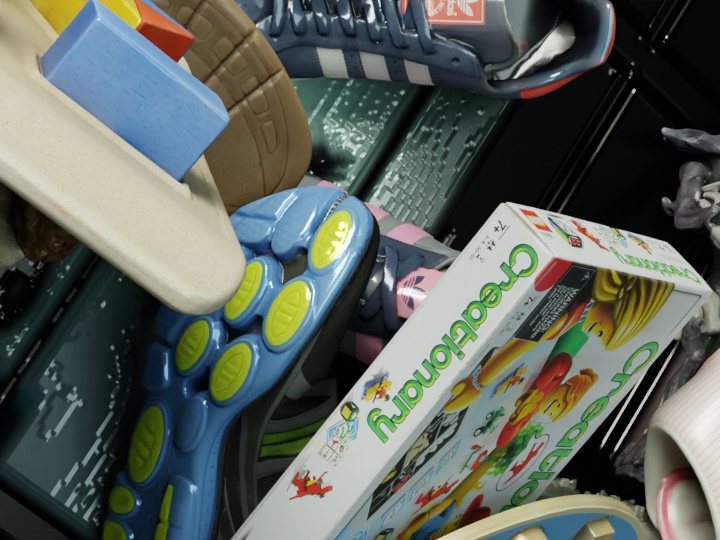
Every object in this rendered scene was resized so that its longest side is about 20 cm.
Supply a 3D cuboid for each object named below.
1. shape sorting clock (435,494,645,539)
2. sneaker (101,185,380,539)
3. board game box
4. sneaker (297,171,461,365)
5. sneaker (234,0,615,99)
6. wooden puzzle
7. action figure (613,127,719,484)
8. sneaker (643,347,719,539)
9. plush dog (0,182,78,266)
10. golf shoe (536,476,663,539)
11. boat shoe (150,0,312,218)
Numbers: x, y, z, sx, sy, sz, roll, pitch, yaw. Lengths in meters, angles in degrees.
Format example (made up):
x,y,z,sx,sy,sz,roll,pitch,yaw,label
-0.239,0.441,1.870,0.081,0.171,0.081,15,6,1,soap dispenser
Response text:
x,y,z,sx,sy,sz,roll,pitch,yaw,label
0.028,0.156,0.933,0.200,0.200,0.039,-15,62,-29,shape sorting clock
-0.040,0.054,0.917,0.083,0.071,0.200,-2,122,-44,sneaker
0.036,0.065,0.901,0.200,0.035,0.126,-52,149,18,board game box
0.000,0.000,0.948,0.200,0.082,0.070,21,82,-30,sneaker
0.016,-0.110,0.949,0.200,0.085,0.075,1,92,-30,sneaker
-0.110,-0.087,0.745,0.185,0.200,0.046,39,103,-21,wooden puzzle
0.182,0.008,1.047,0.119,0.102,0.200,17,88,-29,action figure
0.179,0.114,0.991,0.105,0.075,0.200,-34,122,-16,sneaker
-0.173,-0.020,0.814,0.172,0.200,0.160,-38,144,-13,plush dog
0.119,0.151,1.035,0.200,0.078,0.097,24,87,-28,golf shoe
-0.098,-0.102,0.890,0.200,0.072,0.072,40,97,-19,boat shoe
